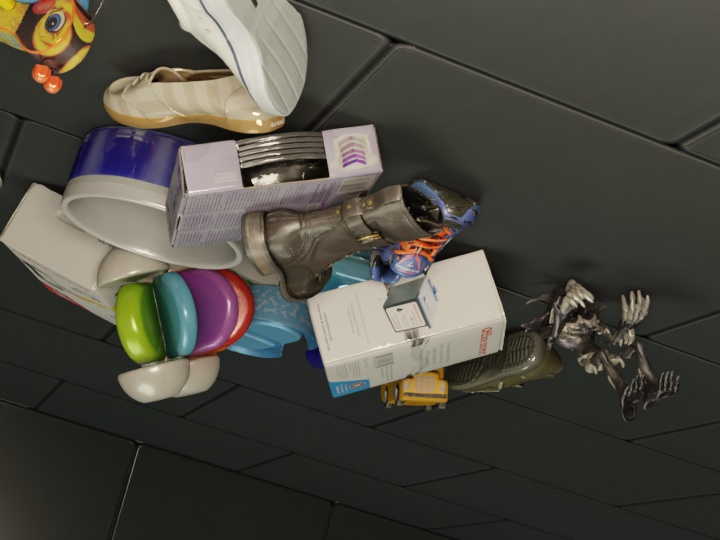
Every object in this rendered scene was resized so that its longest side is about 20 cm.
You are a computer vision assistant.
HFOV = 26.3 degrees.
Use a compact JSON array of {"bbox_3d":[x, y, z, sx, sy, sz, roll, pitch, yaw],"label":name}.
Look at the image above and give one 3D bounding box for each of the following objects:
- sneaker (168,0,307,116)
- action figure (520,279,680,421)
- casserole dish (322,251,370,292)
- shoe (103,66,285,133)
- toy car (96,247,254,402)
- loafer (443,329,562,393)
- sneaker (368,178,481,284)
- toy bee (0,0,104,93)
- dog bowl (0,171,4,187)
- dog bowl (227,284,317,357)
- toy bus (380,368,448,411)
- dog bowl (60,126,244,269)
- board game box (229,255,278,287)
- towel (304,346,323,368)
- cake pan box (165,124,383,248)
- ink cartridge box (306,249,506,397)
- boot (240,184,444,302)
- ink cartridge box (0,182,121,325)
[{"bbox_3d":[-0.096,-0.191,1.172,0.070,0.073,0.200,17,157,25],"label":"sneaker"},{"bbox_3d":[0.253,0.062,1.622,0.118,0.103,0.200,-7,-141,-33],"label":"action figure"},{"bbox_3d":[0.000,0.000,1.750,0.120,0.039,0.200,14,164,2],"label":"casserole dish"},{"bbox_3d":[-0.148,-0.158,1.348,0.198,0.070,0.054,9,121,34],"label":"shoe"},{"bbox_3d":[-0.200,0.051,1.760,0.149,0.177,0.200,-14,175,18],"label":"toy car"},{"bbox_3d":[0.178,0.124,1.934,0.069,0.076,0.199,28,159,-27],"label":"loafer"},{"bbox_3d":[0.060,-0.032,1.518,0.075,0.079,0.200,18,163,-13],"label":"sneaker"},{"bbox_3d":[-0.254,-0.197,1.202,0.199,0.110,0.131,-1,156,44],"label":"toy bee"},{"bbox_3d":[-0.523,-0.106,1.802,0.198,0.074,0.200,14,164,4],"label":"dog bowl"},{"bbox_3d":[-0.122,0.062,1.917,0.111,0.050,0.199,23,161,-26],"label":"dog bowl"},{"bbox_3d":[0.070,0.143,2.027,0.064,0.079,0.200,4,173,-6],"label":"toy bus"},{"bbox_3d":[-0.208,-0.074,1.618,0.198,0.080,0.200,14,163,4],"label":"dog bowl"},{"bbox_3d":[-0.138,0.014,1.924,0.199,0.035,0.126,27,159,-35],"label":"board game box"},{"bbox_3d":[0.036,0.076,1.873,0.147,0.050,0.199,-12,177,-33],"label":"towel"},{"bbox_3d":[-0.086,-0.076,1.436,0.182,0.053,0.200,-10,169,-12],"label":"cake pan box"},{"bbox_3d":[0.050,0.061,1.679,0.198,0.087,0.147,-16,162,-3],"label":"ink cartridge box"},{"bbox_3d":[-0.004,-0.027,1.439,0.172,0.070,0.200,-12,166,14],"label":"boot"},{"bbox_3d":[-0.334,-0.010,1.880,0.147,0.086,0.200,26,168,15],"label":"ink cartridge box"}]
